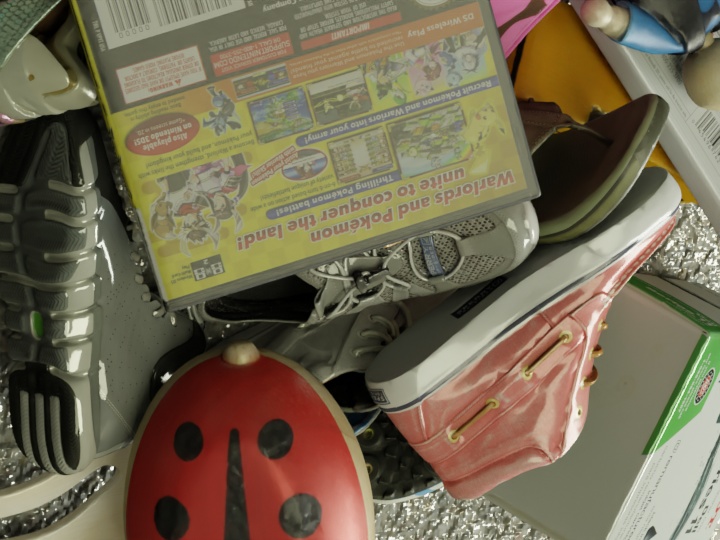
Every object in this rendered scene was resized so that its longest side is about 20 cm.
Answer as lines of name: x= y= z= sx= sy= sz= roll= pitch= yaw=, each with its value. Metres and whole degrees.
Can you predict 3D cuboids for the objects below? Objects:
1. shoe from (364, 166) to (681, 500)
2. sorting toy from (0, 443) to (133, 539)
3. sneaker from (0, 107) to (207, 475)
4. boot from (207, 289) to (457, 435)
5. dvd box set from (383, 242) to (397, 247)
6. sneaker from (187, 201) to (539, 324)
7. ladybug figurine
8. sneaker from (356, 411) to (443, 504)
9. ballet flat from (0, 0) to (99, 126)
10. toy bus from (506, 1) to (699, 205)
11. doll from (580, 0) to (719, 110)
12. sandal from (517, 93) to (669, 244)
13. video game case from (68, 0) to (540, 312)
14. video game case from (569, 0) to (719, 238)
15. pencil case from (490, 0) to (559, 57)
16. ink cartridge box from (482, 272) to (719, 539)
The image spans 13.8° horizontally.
shoe: x=0.104 y=0.035 z=1.597 sx=0.200 sy=0.071 sz=0.091 roll=-37 pitch=109 yaw=-4
sorting toy: x=-0.151 y=0.189 z=1.632 sx=0.199 sy=0.107 sz=0.181 roll=-23 pitch=113 yaw=-19
sneaker: x=-0.132 y=0.001 z=1.583 sx=0.115 sy=0.075 sz=0.202 roll=-13 pitch=111 yaw=-45
boot: x=0.005 y=0.045 z=1.651 sx=0.199 sy=0.096 sz=0.074 roll=-34 pitch=123 yaw=-12
dvd box set: x=-0.038 y=-0.122 z=1.524 sx=0.029 sy=0.145 sz=0.201 roll=-25 pitch=123 yaw=-61
sneaker: x=0.000 y=0.000 z=1.576 sx=0.199 sy=0.082 sz=0.075 roll=-11 pitch=121 yaw=22
ladybug figurine: x=-0.061 y=0.137 z=1.564 sx=0.135 sy=0.072 sz=0.202 roll=-4 pitch=103 yaw=6
sneaker: x=0.071 y=0.066 z=1.703 sx=0.200 sy=0.072 sz=0.073 roll=-42 pitch=161 yaw=-16
ballet flat: x=-0.137 y=-0.127 z=1.491 sx=0.200 sy=0.071 sz=0.069 roll=-45 pitch=151 yaw=8
toy bus: x=0.152 y=-0.087 z=1.680 sx=0.199 sy=0.078 sz=0.066 roll=24 pitch=73 yaw=-34
doll: x=0.156 y=-0.172 z=1.582 sx=0.137 sy=0.048 sz=0.201 roll=-47 pitch=120 yaw=-40
sandal: x=0.080 y=-0.056 z=1.595 sx=0.057 sy=0.200 sz=0.080 roll=45 pitch=52 yaw=-30
video game case: x=-0.028 y=-0.093 z=1.469 sx=0.199 sy=0.026 sz=0.182 roll=-17 pitch=107 yaw=-3
video game case: x=0.208 y=-0.148 z=1.664 sx=0.182 sy=0.022 sz=0.200 roll=-48 pitch=114 yaw=-29
pencil case: x=0.055 y=-0.141 z=1.549 sx=0.094 sy=0.200 sz=0.091 roll=42 pitch=49 yaw=-2
ink cartridge box: x=0.167 y=0.083 z=1.709 sx=0.147 sy=0.083 sz=0.200 roll=-65 pitch=157 yaw=9
